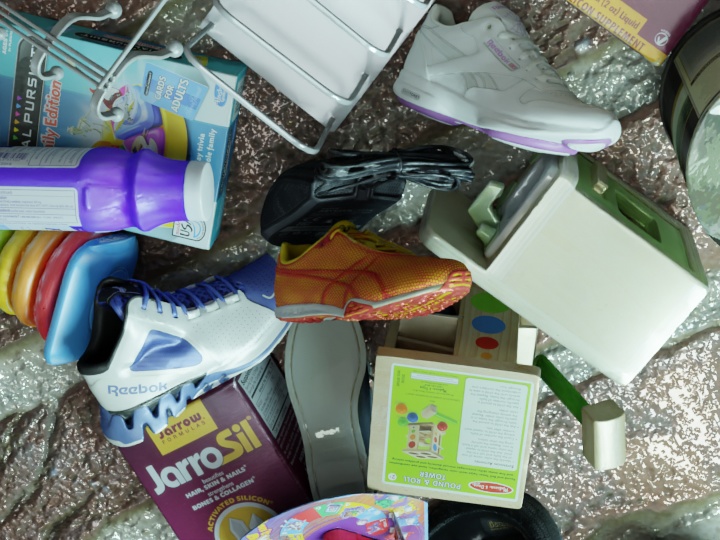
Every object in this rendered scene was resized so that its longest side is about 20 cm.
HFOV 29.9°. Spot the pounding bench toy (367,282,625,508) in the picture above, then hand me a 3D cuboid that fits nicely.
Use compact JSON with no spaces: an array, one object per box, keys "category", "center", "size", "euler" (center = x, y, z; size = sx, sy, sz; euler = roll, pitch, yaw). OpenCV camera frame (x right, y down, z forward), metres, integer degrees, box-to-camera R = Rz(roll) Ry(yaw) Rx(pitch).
[{"category":"pounding bench toy","center":[0.115,0.093,1.093],"size":[0.198,0.156,0.125],"euler":[7,119,6]}]

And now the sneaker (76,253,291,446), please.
[{"category":"sneaker","center":[-0.150,0.042,1.096],"size":[0.199,0.080,0.116],"euler":[-39,124,-14]}]

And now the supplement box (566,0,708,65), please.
[{"category":"supplement box","center":[0.231,-0.267,0.980],"size":[0.110,0.086,0.201],"euler":[33,111,-6]}]

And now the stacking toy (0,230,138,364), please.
[{"category":"stacking toy","center":[-0.298,-0.011,1.152],"size":[0.198,0.116,0.111],"euler":[22,104,14]}]

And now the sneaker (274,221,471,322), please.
[{"category":"sneaker","center":[0.000,0.000,1.017],"size":[0.199,0.073,0.078],"euler":[-2,87,45]}]

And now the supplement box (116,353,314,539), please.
[{"category":"supplement box","center":[-0.101,0.181,1.188],"size":[0.130,0.103,0.201],"euler":[-27,105,17]}]

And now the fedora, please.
[{"category":"fedora","center":[0.122,0.289,1.192],"size":[0.091,0.201,0.201],"euler":[24,117,-38]}]

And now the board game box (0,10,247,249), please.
[{"category":"board game box","center":[-0.204,-0.115,1.116],"size":[0.198,0.047,0.153],"euler":[13,112,2]}]

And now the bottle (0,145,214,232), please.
[{"category":"bottle","center":[-0.217,-0.064,1.067],"size":[0.198,0.084,0.066],"euler":[1,104,6]}]

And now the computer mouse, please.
[{"category":"computer mouse","center":[-0.014,-0.068,1.067],"size":[0.137,0.200,0.053],"euler":[-2,76,-32]}]

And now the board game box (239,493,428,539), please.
[{"category":"board game box","center":[-0.016,0.255,1.118],"size":[0.156,0.039,0.201],"euler":[-10,140,-5]}]

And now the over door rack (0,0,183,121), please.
[{"category":"over door rack","center":[-0.188,-0.230,1.028],"size":[0.147,0.067,0.201],"euler":[33,95,21]}]

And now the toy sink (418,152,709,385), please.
[{"category":"toy sink","center":[0.160,-0.030,1.059],"size":[0.199,0.131,0.112],"euler":[35,111,-6]}]

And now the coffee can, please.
[{"category":"coffee can","center":[0.297,-0.103,0.974],"size":[0.145,0.200,0.148],"euler":[3,111,7]}]

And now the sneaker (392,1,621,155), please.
[{"category":"sneaker","center":[0.110,-0.147,1.012],"size":[0.199,0.075,0.101],"euler":[24,100,36]}]

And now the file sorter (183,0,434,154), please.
[{"category":"file sorter","center":[-0.023,-0.209,1.016],"size":[0.138,0.125,0.200],"euler":[37,112,-7]}]

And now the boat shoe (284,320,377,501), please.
[{"category":"boat shoe","center":[-0.018,0.116,1.158],"size":[0.074,0.062,0.202],"euler":[-13,82,6]}]
